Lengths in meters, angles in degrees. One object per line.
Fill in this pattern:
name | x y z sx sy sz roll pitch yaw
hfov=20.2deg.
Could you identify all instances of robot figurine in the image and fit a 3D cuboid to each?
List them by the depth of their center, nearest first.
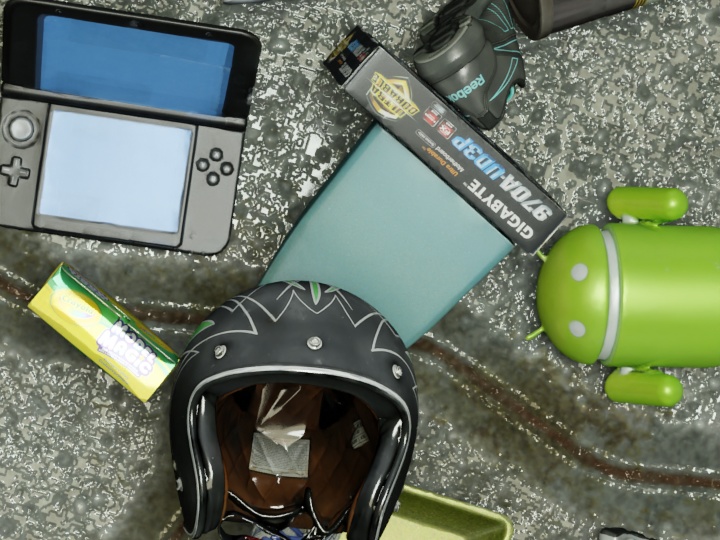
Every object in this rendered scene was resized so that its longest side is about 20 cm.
robot figurine | 0.233 0.020 1.633 0.200 0.116 0.176 2 92 -6

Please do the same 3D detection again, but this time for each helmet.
helmet | -0.048 0.102 1.464 0.200 0.200 0.191 6 94 -6

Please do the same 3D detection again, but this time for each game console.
game console | -0.190 -0.110 1.590 0.200 0.116 0.176 8 89 -5

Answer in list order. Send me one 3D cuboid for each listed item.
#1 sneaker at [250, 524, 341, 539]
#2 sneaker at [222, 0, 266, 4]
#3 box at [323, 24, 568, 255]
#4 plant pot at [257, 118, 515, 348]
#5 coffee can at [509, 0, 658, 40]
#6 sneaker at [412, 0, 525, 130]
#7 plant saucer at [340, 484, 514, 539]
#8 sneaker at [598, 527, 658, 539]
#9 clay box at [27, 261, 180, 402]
sneaker | -0.058 0.223 1.569 0.075 0.088 0.200 21 86 -4
sneaker | -0.039 -0.303 1.618 0.202 0.077 0.146 -24 104 -15
box | 0.064 -0.105 1.580 0.200 0.159 0.046 40 96 -13
plant pot | 0.000 0.000 1.603 0.141 0.141 0.200 42 96 -4
coffee can | 0.212 -0.282 1.617 0.200 0.146 0.146 -17 92 -6
sneaker | 0.090 -0.170 1.592 0.075 0.200 0.079 -32 105 24
plant saucer | 0.001 0.265 1.642 0.200 0.048 0.200 18 88 -6
sneaker | 0.279 0.284 1.667 0.200 0.075 0.087 21 95 2
clay box | -0.196 0.047 1.546 0.115 0.200 0.048 40 86 -4
